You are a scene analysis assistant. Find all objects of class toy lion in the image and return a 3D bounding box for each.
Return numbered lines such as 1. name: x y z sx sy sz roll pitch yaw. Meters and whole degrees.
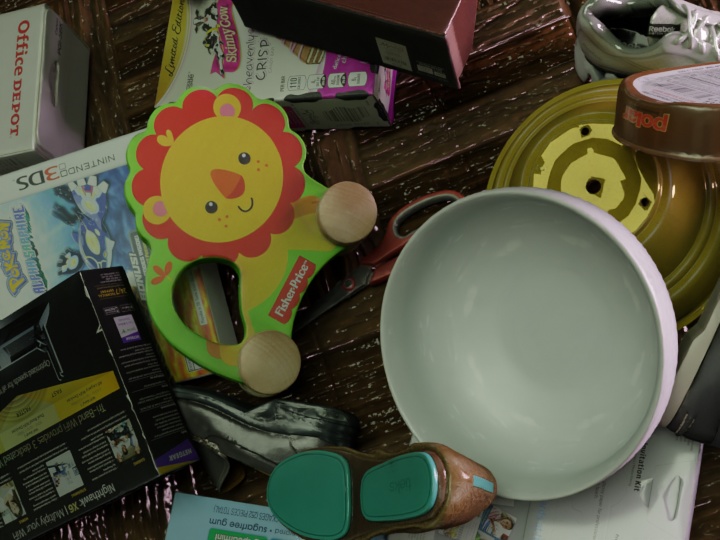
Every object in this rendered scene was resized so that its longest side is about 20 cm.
1. toy lion: -0.099 -0.031 0.867 0.190 0.069 0.202 28 79 -4

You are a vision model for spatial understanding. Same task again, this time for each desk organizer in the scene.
1. desk organizer: -0.003 -0.218 0.895 0.198 0.072 0.078 20 74 21

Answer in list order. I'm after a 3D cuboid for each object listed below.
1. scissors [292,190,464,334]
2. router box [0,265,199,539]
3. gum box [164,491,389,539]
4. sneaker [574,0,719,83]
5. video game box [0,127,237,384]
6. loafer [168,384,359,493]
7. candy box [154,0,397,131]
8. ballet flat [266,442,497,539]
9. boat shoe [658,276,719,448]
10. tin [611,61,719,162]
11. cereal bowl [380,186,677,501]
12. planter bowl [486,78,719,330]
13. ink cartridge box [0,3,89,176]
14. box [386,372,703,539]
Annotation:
1. scissors: 0.000 0.000 0.912 0.198 0.014 0.074 -23 66 11
2. router box: -0.234 0.110 0.870 0.198 0.052 0.159 -27 82 27
3. gum box: -0.072 0.272 0.814 0.167 0.045 0.203 4 71 20
4. sneaker: 0.251 -0.161 0.848 0.197 0.081 0.076 13 73 21
5. video game box: -0.207 0.003 0.922 0.180 0.047 0.203 -16 89 15
6. loafer: -0.101 0.130 0.864 0.197 0.073 0.073 4 76 22
7. candy box: -0.068 -0.191 0.979 0.197 0.061 0.138 -2 70 19
8. ballet flat: 0.016 0.148 0.759 0.199 0.072 0.069 -22 61 50
9. boat shoe: 0.255 0.022 0.722 0.062 0.073 0.202 29 105 7
10. tin: 0.255 -0.107 0.745 0.198 0.042 0.112 -12 29 -28
11. cereal bowl: 0.116 0.044 0.751 0.198 0.083 0.203 5 98 34
12. planter bowl: 0.171 -0.051 0.812 0.198 0.083 0.204 -5 78 22
13. ink cartridge box: -0.353 -0.141 1.045 0.197 0.083 0.149 -8 68 16
14. box: 0.130 0.142 0.796 0.197 0.041 0.158 8 73 22
